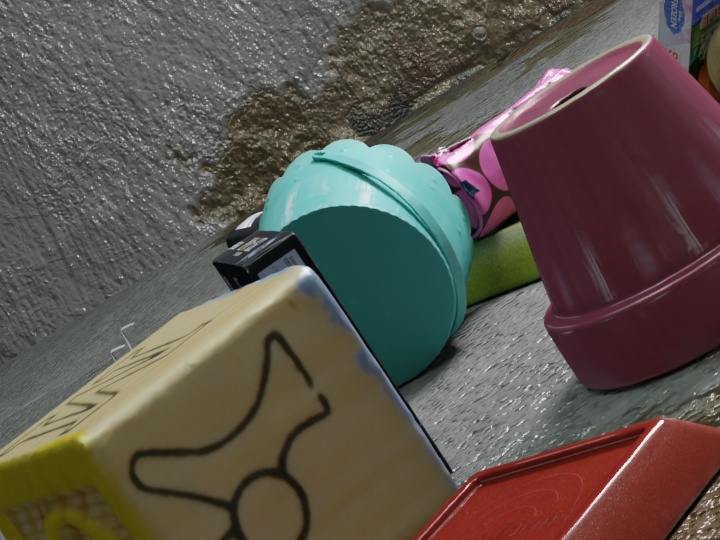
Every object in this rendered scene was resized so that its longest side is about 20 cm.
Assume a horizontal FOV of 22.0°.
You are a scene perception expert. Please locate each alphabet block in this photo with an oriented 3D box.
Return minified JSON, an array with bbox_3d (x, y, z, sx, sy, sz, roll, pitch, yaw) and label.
[{"bbox_3d":[-0.094,0.140,1.190,0.200,0.195,0.196,-38,7,-34],"label":"alphabet block"}]

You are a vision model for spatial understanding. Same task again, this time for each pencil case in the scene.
[{"bbox_3d":[0.144,-0.113,1.723,0.200,0.094,0.091,-38,10,-31],"label":"pencil case"}]

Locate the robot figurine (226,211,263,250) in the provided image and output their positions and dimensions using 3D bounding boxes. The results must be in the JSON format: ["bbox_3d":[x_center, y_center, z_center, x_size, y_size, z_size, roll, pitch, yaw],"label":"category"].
[{"bbox_3d":[-0.062,-0.018,2.108,0.200,0.150,0.125,-8,32,44],"label":"robot figurine"}]

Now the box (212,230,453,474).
[{"bbox_3d":[-0.023,0.064,1.310,0.044,0.200,0.160,-35,9,-10],"label":"box"}]

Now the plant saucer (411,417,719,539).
[{"bbox_3d":[0.080,0.151,0.997,0.200,0.037,0.200,-24,12,48],"label":"plant saucer"}]

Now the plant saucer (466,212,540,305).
[{"bbox_3d":[0.196,-0.058,1.698,0.200,0.048,0.200,-41,11,-39],"label":"plant saucer"}]

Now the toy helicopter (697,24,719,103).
[{"bbox_3d":[0.393,-0.216,1.634,0.200,0.132,0.079,-19,34,-17],"label":"toy helicopter"}]

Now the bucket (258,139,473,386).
[{"bbox_3d":[0.000,0.000,1.615,0.207,0.207,0.135,-31,18,17],"label":"bucket"}]

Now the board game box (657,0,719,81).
[{"bbox_3d":[0.352,-0.235,1.702,0.200,0.041,0.200,-37,-35,-23],"label":"board game box"}]

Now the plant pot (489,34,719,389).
[{"bbox_3d":[0.186,-0.049,1.234,0.200,0.179,0.200,-32,9,6],"label":"plant pot"}]

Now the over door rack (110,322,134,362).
[{"bbox_3d":[-0.189,0.087,2.206,0.200,0.067,0.148,-13,9,-1],"label":"over door rack"}]
